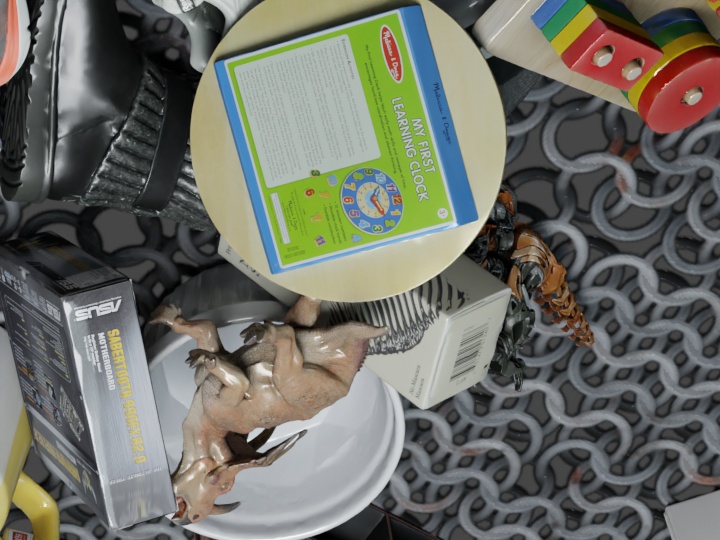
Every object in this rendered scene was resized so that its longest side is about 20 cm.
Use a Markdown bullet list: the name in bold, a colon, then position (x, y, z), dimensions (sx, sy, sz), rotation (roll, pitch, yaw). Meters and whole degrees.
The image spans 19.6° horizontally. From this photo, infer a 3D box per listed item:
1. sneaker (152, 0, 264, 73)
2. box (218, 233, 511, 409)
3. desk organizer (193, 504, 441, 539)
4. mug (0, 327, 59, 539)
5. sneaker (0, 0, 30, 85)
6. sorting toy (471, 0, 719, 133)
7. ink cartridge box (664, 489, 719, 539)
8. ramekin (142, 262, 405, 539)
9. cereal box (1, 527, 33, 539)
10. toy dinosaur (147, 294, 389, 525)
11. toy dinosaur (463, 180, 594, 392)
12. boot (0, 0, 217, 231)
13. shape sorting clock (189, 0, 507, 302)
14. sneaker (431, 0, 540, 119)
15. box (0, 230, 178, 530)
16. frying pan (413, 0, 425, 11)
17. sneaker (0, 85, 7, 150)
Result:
- **sneaker**: position (-0.104, -0.210, 1.293), dimensions (0.081, 0.075, 0.200), rotation (-46, 125, -29)
- **box**: position (0.000, 0.000, 1.384), dimensions (0.068, 0.200, 0.082), rotation (-24, 138, -43)
- **desk organizer**: position (-0.023, 0.218, 1.596), dimensions (0.200, 0.072, 0.077), rotation (29, 114, -22)
- **mug**: position (-0.284, 0.133, 1.468), dimensions (0.186, 0.153, 0.150), rotation (16, 119, -16)
- **sneaker**: position (-0.249, -0.207, 1.255), dimensions (0.077, 0.082, 0.200), rotation (-2, 100, 35)
- **sorting toy**: position (0.205, -0.175, 1.307), dimensions (0.200, 0.070, 0.199), rotation (-46, 148, 22)
- **ink cartridge box**: position (0.355, 0.229, 1.629), dimensions (0.200, 0.084, 0.146), rotation (-19, 123, 7)
- **ramekin**: position (-0.071, 0.087, 1.486), dimensions (0.200, 0.105, 0.200), rotation (-2, 123, -3)
- **cereal box**: position (-0.204, 0.287, 1.641), dimensions (0.200, 0.040, 0.144), rotation (15, 120, -15)
- **toy dinosaur**: position (-0.054, 0.076, 1.359), dimensions (0.200, 0.086, 0.136), rotation (-22, 123, 18)
- **toy dinosaur**: position (0.094, 0.006, 1.453), dimensions (0.200, 0.102, 0.136), rotation (25, 74, -13)
- **boot**: position (-0.143, -0.133, 1.348), dimensions (0.158, 0.079, 0.211), rotation (4, 105, -23)
- **shape sorting clock**: position (-0.008, -0.080, 1.289), dimensions (0.200, 0.039, 0.200), rotation (2, 97, 16)
- **sneaker**: position (0.035, -0.119, 1.383), dimensions (0.200, 0.073, 0.112), rotation (-27, 130, 19)
- **box**: position (-0.186, 0.068, 1.384), dimensions (0.048, 0.200, 0.159), rotation (-16, 105, -19)
- **frying pan**: position (-0.017, -0.246, 1.273), dimensions (0.190, 0.031, 0.115), rotation (32, 134, 10)
- **sneaker**: position (-0.297, -0.150, 1.334), dimensions (0.082, 0.070, 0.200), rotation (-17, 119, 12)
